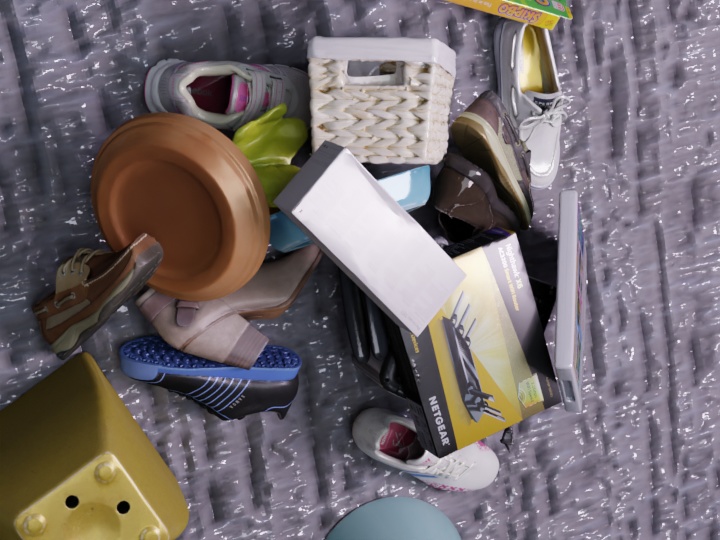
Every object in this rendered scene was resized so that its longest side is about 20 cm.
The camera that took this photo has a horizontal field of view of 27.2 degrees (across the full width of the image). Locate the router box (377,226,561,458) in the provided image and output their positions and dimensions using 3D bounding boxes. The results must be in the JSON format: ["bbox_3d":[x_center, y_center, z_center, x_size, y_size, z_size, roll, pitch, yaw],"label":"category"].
[{"bbox_3d":[0.114,0.075,1.581,0.156,0.052,0.202,-23,106,-17],"label":"router box"}]

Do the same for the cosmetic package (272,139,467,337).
[{"bbox_3d":[0.011,-0.030,1.454,0.083,0.051,0.200,-50,121,-9],"label":"cosmetic package"}]

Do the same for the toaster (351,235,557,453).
[{"bbox_3d":[0.104,0.074,1.669,0.179,0.119,0.202,19,91,-22],"label":"toaster"}]

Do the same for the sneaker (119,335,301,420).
[{"bbox_3d":[-0.163,0.122,1.601,0.198,0.070,0.079,6,117,-13],"label":"sneaker"}]

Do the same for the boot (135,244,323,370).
[{"bbox_3d":[-0.141,0.007,1.590,0.146,0.070,0.201,34,57,-3],"label":"boot"}]

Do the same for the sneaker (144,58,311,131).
[{"bbox_3d":[-0.121,-0.177,1.557,0.198,0.088,0.082,-1,99,-21],"label":"sneaker"}]

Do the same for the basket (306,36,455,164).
[{"bbox_3d":[0.025,-0.172,1.534,0.134,0.200,0.125,2,95,9],"label":"basket"}]

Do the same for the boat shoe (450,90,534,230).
[{"bbox_3d":[0.161,-0.121,1.653,0.066,0.071,0.201,-52,142,-14],"label":"boat shoe"}]

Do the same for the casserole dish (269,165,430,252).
[{"bbox_3d":[-0.012,-0.060,1.525,0.199,0.121,0.039,-19,89,-25],"label":"casserole dish"}]

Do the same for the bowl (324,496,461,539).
[{"bbox_3d":[0.052,0.371,1.707,0.199,0.105,0.203,-4,100,-21],"label":"bowl"}]

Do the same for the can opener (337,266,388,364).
[{"bbox_3d":[0.000,0.000,1.609,0.078,0.063,0.202,0,73,-37],"label":"can opener"}]

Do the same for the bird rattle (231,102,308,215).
[{"bbox_3d":[-0.124,-0.077,1.546,0.163,0.199,0.114,21,51,-52],"label":"bird rattle"}]

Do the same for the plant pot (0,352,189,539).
[{"bbox_3d":[-0.285,0.232,1.502,0.195,0.200,0.195,-36,109,-13],"label":"plant pot"}]

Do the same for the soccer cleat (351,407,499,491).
[{"bbox_3d":[0.082,0.214,1.701,0.199,0.086,0.070,21,91,-23],"label":"soccer cleat"}]

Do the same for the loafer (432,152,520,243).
[{"bbox_3d":[0.117,-0.062,1.638,0.072,0.073,0.200,-53,150,-5],"label":"loafer"}]

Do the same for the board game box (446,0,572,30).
[{"bbox_3d":[0.135,-0.320,1.633,0.198,0.096,0.030,9,134,-21],"label":"board game box"}]

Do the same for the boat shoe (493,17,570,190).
[{"bbox_3d":[0.202,-0.189,1.680,0.074,0.086,0.204,-9,102,-19],"label":"boat shoe"}]

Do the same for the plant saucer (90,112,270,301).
[{"bbox_3d":[-0.185,-0.056,1.474,0.037,0.199,0.202,-47,119,-55],"label":"plant saucer"}]

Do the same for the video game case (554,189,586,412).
[{"bbox_3d":[0.234,0.037,1.657,0.023,0.182,0.202,0,70,12],"label":"video game case"}]

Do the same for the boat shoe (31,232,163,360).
[{"bbox_3d":[-0.273,0.018,1.490,0.074,0.200,0.076,48,40,-3],"label":"boat shoe"}]
